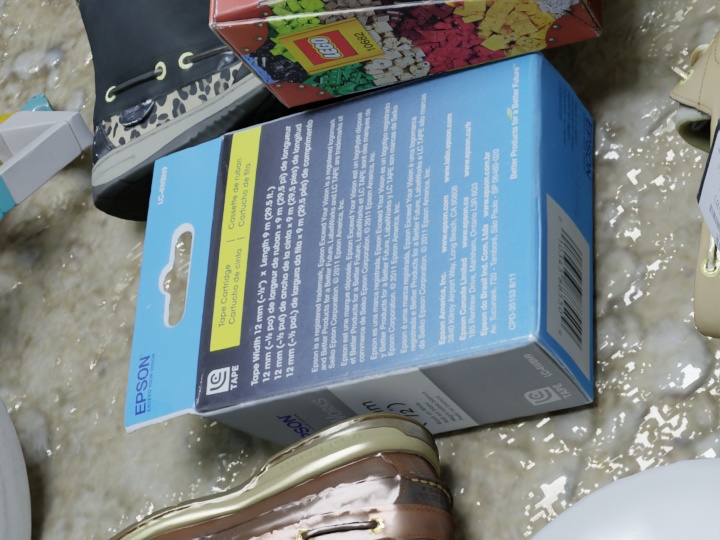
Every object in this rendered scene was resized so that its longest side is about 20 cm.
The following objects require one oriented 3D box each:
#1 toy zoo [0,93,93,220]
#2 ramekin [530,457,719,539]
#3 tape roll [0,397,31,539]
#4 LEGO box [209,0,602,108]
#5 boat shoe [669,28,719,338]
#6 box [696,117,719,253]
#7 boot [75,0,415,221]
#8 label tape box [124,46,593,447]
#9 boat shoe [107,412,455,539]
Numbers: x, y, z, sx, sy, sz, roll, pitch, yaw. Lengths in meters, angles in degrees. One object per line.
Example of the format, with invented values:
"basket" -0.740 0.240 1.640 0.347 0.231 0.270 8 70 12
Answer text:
"toy zoo" -0.223 -0.032 0.972 0.131 0.020 0.200 -4 31 43
"ramekin" 0.124 0.160 0.632 0.200 0.098 0.201 -16 55 24
"tape roll" -0.262 0.118 0.843 0.139 0.203 0.203 -1 63 34
"LEGO box" 0.019 -0.188 0.828 0.149 0.077 0.200 -10 63 22
"boat shoe" 0.157 -0.064 0.762 0.066 0.074 0.200 -9 58 23
"box" 0.234 0.021 0.614 0.200 0.050 0.199 -9 53 -10
"boot" -0.058 -0.129 0.929 0.203 0.073 0.154 -27 62 23
"label tape box" 0.000 0.000 0.833 0.200 0.066 0.144 -15 55 28
"boat shoe" -0.051 0.132 0.781 0.200 0.072 0.068 -30 48 12
